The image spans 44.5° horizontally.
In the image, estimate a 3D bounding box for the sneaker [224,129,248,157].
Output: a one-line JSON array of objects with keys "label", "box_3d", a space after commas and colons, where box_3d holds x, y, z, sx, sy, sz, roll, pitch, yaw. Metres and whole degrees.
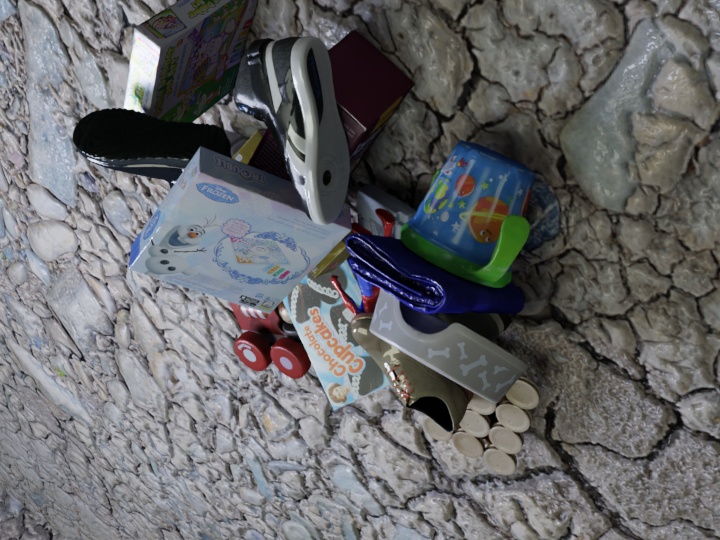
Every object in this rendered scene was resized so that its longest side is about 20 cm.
[{"label": "sneaker", "box_3d": [-0.164, -0.107, 1.278, 0.200, 0.078, 0.112, 44, 141, 2]}]

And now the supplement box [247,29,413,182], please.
[{"label": "supplement box", "box_3d": [-0.044, -0.165, 1.061, 0.103, 0.131, 0.200, 41, 136, 1]}]

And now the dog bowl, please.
[{"label": "dog bowl", "box_3d": [0.098, 0.088, 1.035, 0.198, 0.059, 0.200, 29, 179, 1]}]

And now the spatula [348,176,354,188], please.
[{"label": "spatula", "box_3d": [-0.079, -0.185, 1.176, 0.200, 0.021, 0.057, 44, 137, 0]}]

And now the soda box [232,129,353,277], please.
[{"label": "soda box", "box_3d": [-0.085, -0.092, 1.184, 0.068, 0.064, 0.201, -42, 81, 24]}]

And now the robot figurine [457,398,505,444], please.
[{"label": "robot figurine", "box_3d": [0.142, 0.173, 1.268, 0.144, 0.058, 0.202, -12, 116, 47]}]

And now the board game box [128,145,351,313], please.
[{"label": "board game box", "box_3d": [-0.145, -0.039, 1.048, 0.198, 0.044, 0.199, 20, 138, -29]}]

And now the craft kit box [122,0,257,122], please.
[{"label": "craft kit box", "box_3d": [-0.213, -0.257, 1.092, 0.048, 0.198, 0.201, 38, 142, 7]}]

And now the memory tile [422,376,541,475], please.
[{"label": "memory tile", "box_3d": [0.162, 0.190, 1.208, 0.151, 0.017, 0.202, 25, 136, 18]}]

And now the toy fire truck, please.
[{"label": "toy fire truck", "box_3d": [-0.130, 0.063, 1.369, 0.197, 0.112, 0.170, 4, 129, 39]}]

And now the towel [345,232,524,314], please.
[{"label": "towel", "box_3d": [0.086, 0.012, 0.997, 0.147, 0.199, 0.050, 34, 107, 33]}]

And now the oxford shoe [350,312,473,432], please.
[{"label": "oxford shoe", "box_3d": [0.064, 0.131, 1.142, 0.199, 0.075, 0.070, 36, 136, -10]}]

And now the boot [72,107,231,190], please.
[{"label": "boot", "box_3d": [-0.232, -0.107, 1.066, 0.196, 0.077, 0.169, 7, 148, 10]}]

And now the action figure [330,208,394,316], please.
[{"label": "action figure", "box_3d": [0.000, 0.000, 1.156, 0.099, 0.065, 0.202, 40, 146, 37]}]

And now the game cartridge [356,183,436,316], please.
[{"label": "game cartridge", "box_3d": [0.046, -0.009, 1.168, 0.133, 0.040, 0.203, 34, 142, 49]}]

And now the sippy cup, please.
[{"label": "sippy cup", "box_3d": [0.129, -0.069, 0.991, 0.176, 0.139, 0.132, 30, 105, 29]}]

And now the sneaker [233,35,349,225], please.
[{"label": "sneaker", "box_3d": [-0.078, -0.153, 0.959, 0.110, 0.073, 0.203, 10, 118, 32]}]

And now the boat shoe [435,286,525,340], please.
[{"label": "boat shoe", "box_3d": [0.141, 0.052, 1.157, 0.072, 0.068, 0.199, 50, 158, -13]}]

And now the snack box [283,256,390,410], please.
[{"label": "snack box", "box_3d": [-0.028, 0.085, 1.269, 0.115, 0.037, 0.203, -25, 91, 15]}]
